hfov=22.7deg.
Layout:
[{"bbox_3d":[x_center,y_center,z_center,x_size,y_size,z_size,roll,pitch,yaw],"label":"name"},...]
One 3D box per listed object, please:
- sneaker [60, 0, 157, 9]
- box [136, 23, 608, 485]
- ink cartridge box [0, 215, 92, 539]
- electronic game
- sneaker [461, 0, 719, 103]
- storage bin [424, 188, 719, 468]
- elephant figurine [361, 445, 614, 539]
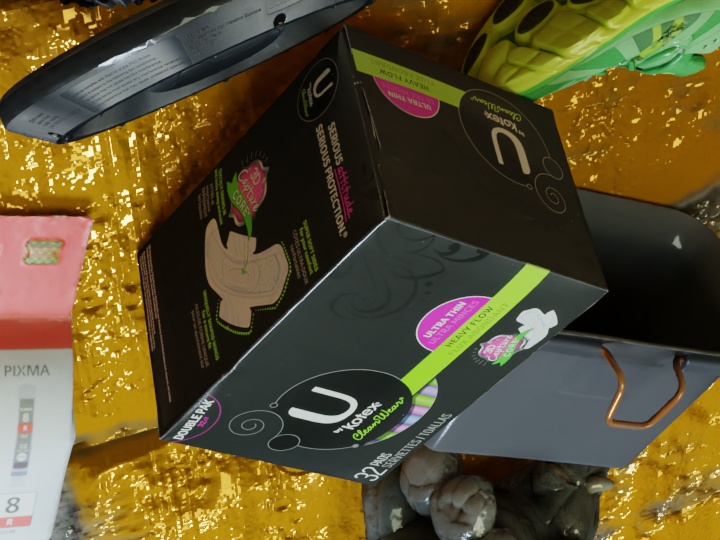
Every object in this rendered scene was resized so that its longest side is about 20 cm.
[{"bbox_3d":[-0.078,-0.187,0.815,0.199,0.091,0.070,-15,146,22],"label":"sneaker"},{"bbox_3d":[0.000,0.000,0.924,0.148,0.125,0.200,16,136,-34],"label":"box"},{"bbox_3d":[-0.228,0.064,0.952,0.161,0.050,0.201,0,129,-26],"label":"ink cartridge box"},{"bbox_3d":[-0.071,-0.109,0.813,0.199,0.200,0.042,-25,94,-5],"label":"electronic game"},{"bbox_3d":[0.150,-0.130,0.961,0.199,0.074,0.084,-26,129,-5],"label":"sneaker"},{"bbox_3d":[0.122,0.049,1.056,0.199,0.146,0.135,8,132,-30],"label":"storage bin"},{"bbox_3d":[0.101,0.173,1.152,0.199,0.143,0.155,4,155,-46],"label":"elephant figurine"}]
